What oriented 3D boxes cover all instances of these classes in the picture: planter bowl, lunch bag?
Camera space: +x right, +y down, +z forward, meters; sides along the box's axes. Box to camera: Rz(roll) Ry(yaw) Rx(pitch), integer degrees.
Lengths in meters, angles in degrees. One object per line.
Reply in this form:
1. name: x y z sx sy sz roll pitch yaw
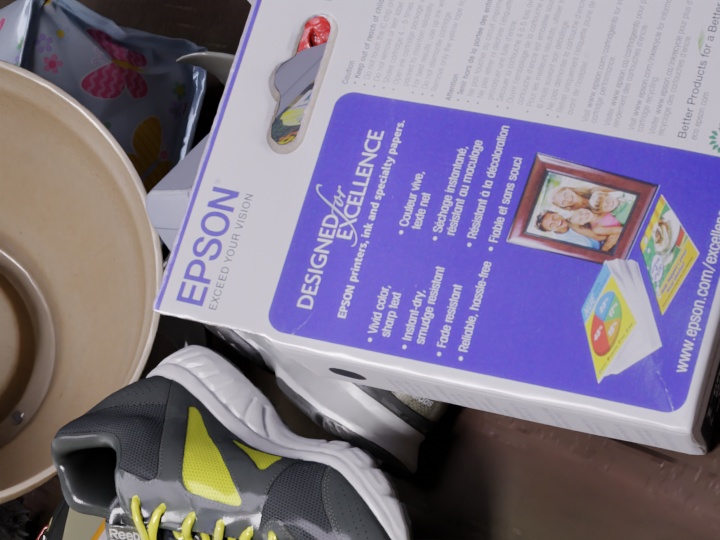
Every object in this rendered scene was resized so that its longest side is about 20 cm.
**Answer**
1. planter bowl: -0.190 0.018 1.307 0.135 0.200 0.200 116 173 -74
2. lunch bag: -0.178 -0.028 1.517 0.170 0.127 0.200 -10 64 62

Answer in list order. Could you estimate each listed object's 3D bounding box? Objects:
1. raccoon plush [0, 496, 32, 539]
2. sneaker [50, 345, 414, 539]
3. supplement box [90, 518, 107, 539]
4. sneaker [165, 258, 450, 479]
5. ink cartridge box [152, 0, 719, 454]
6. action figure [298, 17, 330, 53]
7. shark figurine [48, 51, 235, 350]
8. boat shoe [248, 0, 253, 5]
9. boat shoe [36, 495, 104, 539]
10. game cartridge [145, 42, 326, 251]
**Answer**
1. raccoon plush: -0.238 0.140 1.419 0.097 0.200 0.134 -12 50 26
2. sneaker: -0.048 0.100 1.144 0.200 0.085 0.075 31 138 51
3. supplement box: -0.088 0.190 1.170 0.126 0.073 0.200 -55 18 17
4. sneaker: 0.000 0.000 1.230 0.115 0.076 0.200 -54 34 0
5. ink cartridge box: 0.050 -0.048 1.055 0.043 0.200 0.198 62 -137 -66
6. action figure: 0.041 -0.152 1.260 0.200 0.065 0.099 -29 45 37
7. shark figurine: -0.058 -0.058 1.362 0.214 0.089 0.128 -40 33 37
8. boat shoe: -0.023 -0.166 1.415 0.072 0.066 0.200 -44 33 14
9. boat shoe: -0.119 0.154 1.305 0.063 0.074 0.202 -58 -7 -78
10. game cartridge: 0.010 -0.059 1.182 0.200 0.041 0.133 -13 29 41
